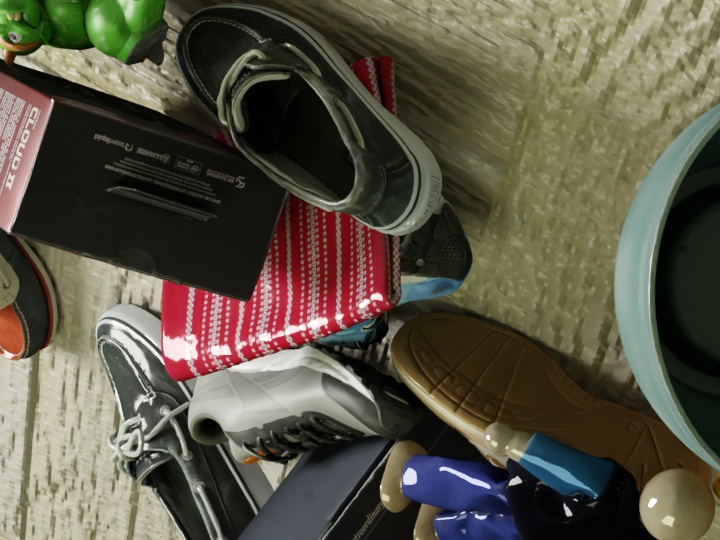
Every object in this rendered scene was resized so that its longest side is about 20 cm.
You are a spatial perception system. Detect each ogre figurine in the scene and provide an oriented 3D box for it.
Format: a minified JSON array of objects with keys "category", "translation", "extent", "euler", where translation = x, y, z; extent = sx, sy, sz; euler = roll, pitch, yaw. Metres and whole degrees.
[{"category":"ogre figurine","translation":[-0.163,-0.176,1.247],"extent":[0.199,0.098,0.120],"euler":[4,114,18]}]

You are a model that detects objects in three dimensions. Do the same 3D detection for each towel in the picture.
[{"category":"towel","translation":[-0.049,-0.026,1.276],"extent":[0.022,0.145,0.200],"euler":[11,159,-38]}]

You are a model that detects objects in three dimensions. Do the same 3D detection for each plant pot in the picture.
[{"category":"plant pot","translation":[0.199,0.006,1.063],"extent":[0.200,0.200,0.134],"euler":[49,169,-13]}]

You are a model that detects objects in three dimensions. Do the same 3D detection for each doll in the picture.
[{"category":"doll","translation":[0.102,0.126,1.246],"extent":[0.199,0.049,0.137],"euler":[-1,136,42]}]

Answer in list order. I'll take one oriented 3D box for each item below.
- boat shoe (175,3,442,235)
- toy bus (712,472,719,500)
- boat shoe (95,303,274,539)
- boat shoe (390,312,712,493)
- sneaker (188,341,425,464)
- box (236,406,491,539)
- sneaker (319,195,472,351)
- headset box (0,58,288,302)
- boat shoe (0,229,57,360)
[{"category":"boat shoe","translation":[-0.039,-0.089,1.201],"extent":[0.200,0.072,0.071],"euler":[36,-167,37]},{"category":"toy bus","translation":[0.252,0.128,1.212],"extent":[0.200,0.078,0.065],"euler":[49,142,-13]},{"category":"boat shoe","translation":[-0.125,0.112,1.481],"extent":[0.200,0.068,0.074],"euler":[57,146,13]},{"category":"boat shoe","translation":[0.101,0.097,1.312],"extent":[0.200,0.074,0.069],"euler":[31,145,18]},{"category":"sneaker","translation":[-0.034,0.084,1.376],"extent":[0.074,0.080,0.200],"euler":[28,167,-34]},{"category":"box","translation":[0.038,0.192,1.404],"extent":[0.104,0.148,0.200],"euler":[-19,113,49]},{"category":"sneaker","translation":[0.000,0.000,1.316],"extent":[0.090,0.079,0.200],"euler":[45,153,-28]},{"category":"headset box","translation":[-0.142,-0.053,1.247],"extent":[0.148,0.078,0.200],"euler":[17,-175,-32]},{"category":"boat shoe","translation":[-0.256,-0.011,1.516],"extent":[0.071,0.063,0.201],"euler":[13,137,28]}]
